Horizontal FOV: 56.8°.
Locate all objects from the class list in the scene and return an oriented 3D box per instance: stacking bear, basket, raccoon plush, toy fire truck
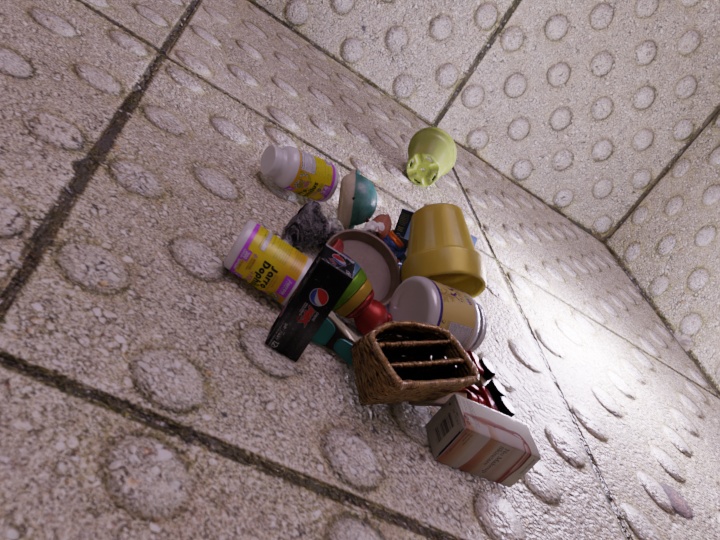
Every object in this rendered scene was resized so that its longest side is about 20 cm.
[{"bbox_3d":[-0.019,0.051,1.391,0.201,0.121,0.114,48,-4,-7],"label":"stacking bear"},{"bbox_3d":[0.098,0.157,1.219,0.195,0.149,0.147,2,68,-30],"label":"basket"},{"bbox_3d":[-0.114,-0.059,1.525,0.134,0.096,0.202,44,51,-15],"label":"raccoon plush"},{"bbox_3d":[0.195,0.243,1.368,0.198,0.129,0.178,35,21,-31],"label":"toy fire truck"}]

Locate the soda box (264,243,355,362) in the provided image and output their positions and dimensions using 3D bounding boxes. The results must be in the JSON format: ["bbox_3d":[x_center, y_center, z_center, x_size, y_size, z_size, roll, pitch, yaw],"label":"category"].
[{"bbox_3d":[-0.087,0.058,1.163,0.070,0.202,0.064,30,24,-11],"label":"soda box"}]

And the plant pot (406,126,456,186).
[{"bbox_3d":[0.254,-0.416,2.530,0.198,0.202,0.185,36,35,-3],"label":"plant pot"}]

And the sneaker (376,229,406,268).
[{"bbox_3d":[0.068,-0.036,1.658,0.076,0.078,0.201,53,-6,20],"label":"sneaker"}]

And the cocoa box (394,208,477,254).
[{"bbox_3d":[0.187,-0.067,1.772,0.131,0.135,0.198,19,5,-37],"label":"cocoa box"}]

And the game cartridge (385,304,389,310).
[{"bbox_3d":[0.090,0.099,1.554,0.128,0.039,0.201,0,44,-48],"label":"game cartridge"}]

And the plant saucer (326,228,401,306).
[{"bbox_3d":[0.000,0.000,1.509,0.194,0.030,0.206,12,58,-19],"label":"plant saucer"}]

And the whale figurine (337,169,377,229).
[{"bbox_3d":[-0.008,-0.184,1.767,0.100,0.165,0.200,7,1,-2],"label":"whale figurine"}]

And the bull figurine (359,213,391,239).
[{"bbox_3d":[0.030,-0.085,1.679,0.065,0.123,0.200,37,24,6],"label":"bull figurine"}]

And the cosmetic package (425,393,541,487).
[{"bbox_3d":[0.233,0.326,1.268,0.196,0.104,0.088,24,28,-25],"label":"cosmetic package"}]

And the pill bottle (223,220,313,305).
[{"bbox_3d":[-0.158,-0.001,1.287,0.197,0.105,0.105,33,24,-10],"label":"pill bottle"}]

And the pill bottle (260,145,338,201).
[{"bbox_3d":[-0.158,-0.254,1.716,0.196,0.105,0.105,16,31,-39],"label":"pill bottle"}]

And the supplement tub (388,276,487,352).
[{"bbox_3d":[0.171,0.105,1.449,0.197,0.147,0.147,18,30,-41],"label":"supplement tub"}]

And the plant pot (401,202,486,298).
[{"bbox_3d":[0.188,-0.042,1.554,0.197,0.198,0.195,17,60,-37],"label":"plant pot"}]

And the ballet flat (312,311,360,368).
[{"bbox_3d":[-0.050,0.120,1.278,0.199,0.069,0.070,42,22,-13],"label":"ballet flat"}]
